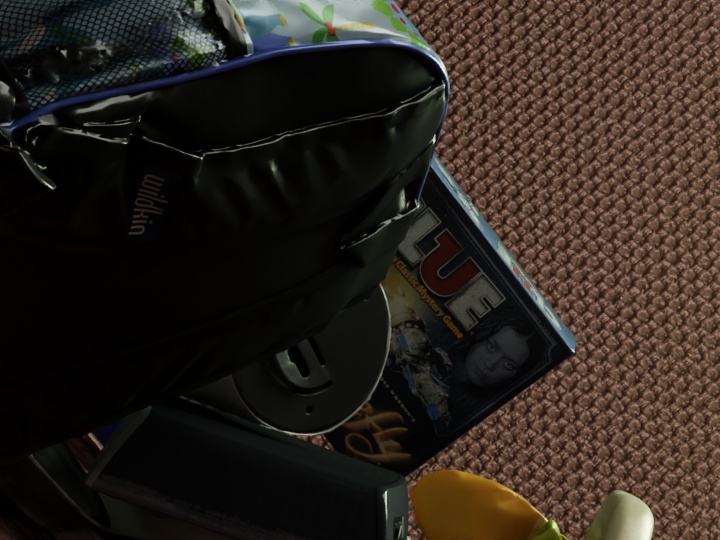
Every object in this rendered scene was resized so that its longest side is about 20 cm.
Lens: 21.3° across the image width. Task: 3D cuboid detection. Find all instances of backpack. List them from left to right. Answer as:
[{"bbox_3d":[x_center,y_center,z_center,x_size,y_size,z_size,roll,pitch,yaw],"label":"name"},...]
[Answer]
[{"bbox_3d":[-0.080,-0.049,0.671,0.147,0.199,0.184,55,-36,28],"label":"backpack"}]

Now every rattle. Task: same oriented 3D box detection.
[{"bbox_3d":[0.091,0.179,1.069,0.143,0.130,0.200,41,26,-2],"label":"rattle"}]

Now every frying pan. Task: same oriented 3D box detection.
[{"bbox_3d":[-0.117,0.089,0.758,0.190,0.031,0.115,54,-4,-11],"label":"frying pan"}]

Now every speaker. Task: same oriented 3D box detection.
[{"bbox_3d":[-0.071,0.017,0.848,0.081,0.081,0.200,51,-20,-26],"label":"speaker"}]

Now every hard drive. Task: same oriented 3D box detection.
[{"bbox_3d":[-0.041,0.090,0.809,0.134,0.043,0.200,19,-3,2],"label":"hard drive"}]

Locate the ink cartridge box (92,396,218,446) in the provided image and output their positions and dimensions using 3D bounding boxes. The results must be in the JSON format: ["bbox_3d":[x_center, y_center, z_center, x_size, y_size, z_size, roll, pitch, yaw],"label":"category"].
[{"bbox_3d":[-0.108,0.017,1.093,0.198,0.200,0.043,46,16,21],"label":"ink cartridge box"}]

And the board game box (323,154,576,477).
[{"bbox_3d":[0.000,0.000,0.999,0.200,0.135,0.035,52,13,-4],"label":"board game box"}]

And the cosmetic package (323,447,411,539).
[{"bbox_3d":[0.002,0.201,1.074,0.090,0.107,0.200,48,-5,46],"label":"cosmetic package"}]

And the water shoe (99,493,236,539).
[{"bbox_3d":[-0.041,0.159,0.829,0.199,0.079,0.071,22,-2,14],"label":"water shoe"}]
